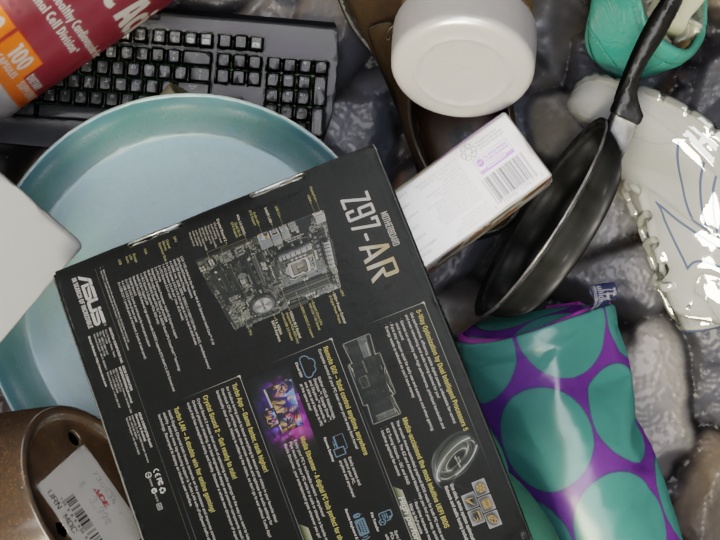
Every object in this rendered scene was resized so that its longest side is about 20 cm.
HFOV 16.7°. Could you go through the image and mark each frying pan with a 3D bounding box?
[{"bbox_3d":[0.111,-0.054,1.211,0.031,0.115,0.190,33,72,-6],"label":"frying pan"}]

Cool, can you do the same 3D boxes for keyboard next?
[{"bbox_3d":[-0.111,-0.123,1.269,0.200,0.021,0.127,4,87,-2],"label":"keyboard"}]

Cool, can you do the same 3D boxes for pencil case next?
[{"bbox_3d":[0.119,0.112,1.230,0.092,0.085,0.200,-17,88,-41],"label":"pencil case"}]

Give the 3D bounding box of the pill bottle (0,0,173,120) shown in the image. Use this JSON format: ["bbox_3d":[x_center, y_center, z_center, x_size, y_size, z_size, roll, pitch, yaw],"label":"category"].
[{"bbox_3d":[-0.130,-0.174,1.205,0.200,0.114,0.114,-36,89,-3],"label":"pill bottle"}]

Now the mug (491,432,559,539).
[{"bbox_3d":[0.038,0.152,1.179,0.114,0.185,0.152,-18,70,-36],"label":"mug"}]

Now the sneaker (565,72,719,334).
[{"bbox_3d":[0.174,-0.019,1.247,0.200,0.075,0.087,45,93,2],"label":"sneaker"}]

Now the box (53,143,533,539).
[{"bbox_3d":[-0.030,0.064,1.091,0.160,0.044,0.200,-22,71,1],"label":"box"}]

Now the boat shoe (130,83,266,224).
[{"bbox_3d":[-0.042,-0.004,1.243,0.200,0.075,0.068,42,98,3],"label":"boat shoe"}]

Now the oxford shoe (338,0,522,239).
[{"bbox_3d":[0.038,-0.116,1.241,0.073,0.084,0.200,-24,86,-1],"label":"oxford shoe"}]

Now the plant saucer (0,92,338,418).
[{"bbox_3d":[-0.082,0.015,1.192,0.200,0.027,0.201,0,87,3],"label":"plant saucer"}]

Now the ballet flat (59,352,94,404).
[{"bbox_3d":[-0.134,0.080,1.235,0.069,0.069,0.200,10,87,-1],"label":"ballet flat"}]

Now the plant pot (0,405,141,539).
[{"bbox_3d":[-0.191,0.148,1.131,0.200,0.187,0.187,-31,88,27],"label":"plant pot"}]

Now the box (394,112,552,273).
[{"bbox_3d":[0.000,0.000,1.157,0.200,0.039,0.041,-37,84,0],"label":"box"}]

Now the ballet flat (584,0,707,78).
[{"bbox_3d":[0.164,-0.195,1.251,0.067,0.070,0.200,10,88,-40],"label":"ballet flat"}]

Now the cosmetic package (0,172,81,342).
[{"bbox_3d":[-0.231,-0.053,1.170,0.071,0.101,0.200,-50,47,-4],"label":"cosmetic package"}]

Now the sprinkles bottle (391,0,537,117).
[{"bbox_3d":[0.054,-0.168,1.202,0.068,0.068,0.200,6,50,-1],"label":"sprinkles bottle"}]
